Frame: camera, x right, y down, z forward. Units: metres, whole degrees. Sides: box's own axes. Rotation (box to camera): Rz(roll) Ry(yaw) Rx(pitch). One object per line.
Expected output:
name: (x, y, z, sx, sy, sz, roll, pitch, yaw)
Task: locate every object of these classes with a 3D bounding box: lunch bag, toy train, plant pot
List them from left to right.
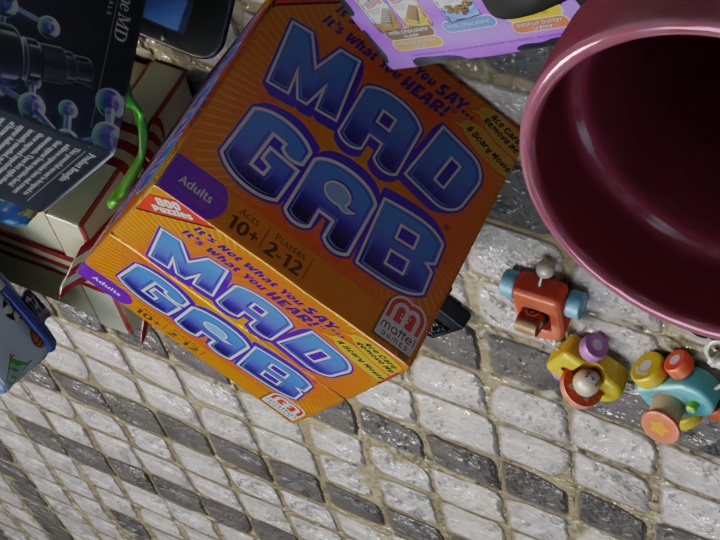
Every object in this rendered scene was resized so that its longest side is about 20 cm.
lunch bag: (-0.335, 0.016, 1.178, 0.161, 0.076, 0.200, 54, 159, -22)
toy train: (0.197, 0.072, 1.127, 0.199, 0.056, 0.151, 21, 152, 19)
plant pot: (0.199, -0.093, 0.692, 0.199, 0.180, 0.201, 22, 145, 17)

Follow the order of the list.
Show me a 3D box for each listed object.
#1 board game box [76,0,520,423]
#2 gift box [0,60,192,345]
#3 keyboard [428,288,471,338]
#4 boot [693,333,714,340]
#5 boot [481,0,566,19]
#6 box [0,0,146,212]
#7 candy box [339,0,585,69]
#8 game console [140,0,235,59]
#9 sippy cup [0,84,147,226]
board game box: (-0.044, -0.045, 1.007, 0.199, 0.201, 0.200, 35, 153, -12)
gift box: (-0.227, -0.057, 1.181, 0.185, 0.201, 0.185, 18, 156, 19)
keyboard: (0.000, 0.000, 1.219, 0.199, 0.040, 0.104, 36, 153, -12)
boot: (0.240, -0.040, 0.875, 0.162, 0.074, 0.198, 42, 144, -26)
boot: (0.112, -0.207, 0.662, 0.199, 0.073, 0.144, -34, 124, 25)
box: (-0.239, -0.148, 0.840, 0.199, 0.150, 0.107, 22, 151, -30)
candy box: (0.036, -0.212, 0.786, 0.167, 0.072, 0.200, 1, 141, 45)
game console: (-0.170, -0.239, 0.882, 0.199, 0.119, 0.171, 23, 174, 13)
sippy cup: (-0.251, -0.108, 1.023, 0.177, 0.131, 0.140, 30, -176, 19)
